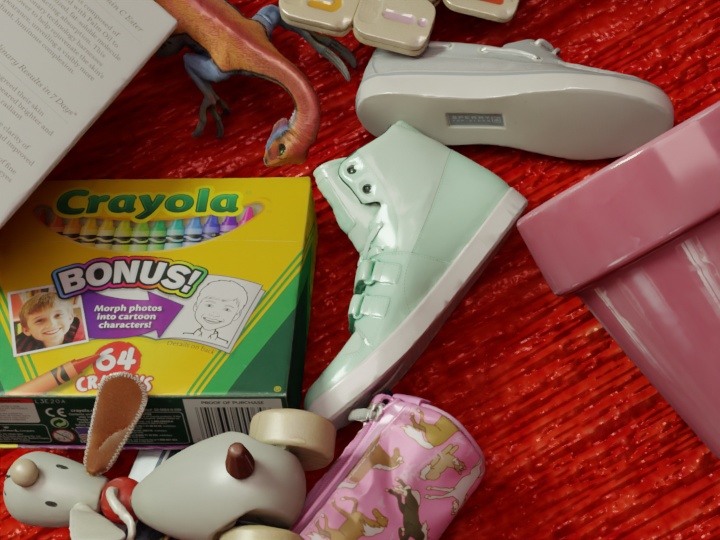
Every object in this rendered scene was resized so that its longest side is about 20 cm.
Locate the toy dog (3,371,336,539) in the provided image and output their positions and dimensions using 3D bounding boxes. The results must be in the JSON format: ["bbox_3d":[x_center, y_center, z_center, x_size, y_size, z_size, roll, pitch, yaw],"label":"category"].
[{"bbox_3d":[-0.112,0.118,1.040,0.199,0.096,0.132,-19,57,8],"label":"toy dog"}]

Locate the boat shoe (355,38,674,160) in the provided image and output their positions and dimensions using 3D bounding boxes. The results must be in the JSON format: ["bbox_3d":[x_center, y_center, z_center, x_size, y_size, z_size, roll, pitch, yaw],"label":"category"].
[{"bbox_3d":[0.099,-0.116,1.197,0.199,0.072,0.069,0,55,15],"label":"boat shoe"}]

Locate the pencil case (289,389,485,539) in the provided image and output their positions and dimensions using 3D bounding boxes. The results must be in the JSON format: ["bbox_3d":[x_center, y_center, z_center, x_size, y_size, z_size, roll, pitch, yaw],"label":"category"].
[{"bbox_3d":[-0.014,0.163,1.094,0.086,0.083,0.200,37,74,5],"label":"pencil case"}]

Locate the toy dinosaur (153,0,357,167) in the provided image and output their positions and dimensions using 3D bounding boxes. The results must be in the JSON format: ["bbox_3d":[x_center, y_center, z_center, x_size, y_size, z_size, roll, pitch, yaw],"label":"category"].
[{"bbox_3d":[-0.099,-0.140,1.187,0.105,0.200,0.181,-57,43,4],"label":"toy dinosaur"}]

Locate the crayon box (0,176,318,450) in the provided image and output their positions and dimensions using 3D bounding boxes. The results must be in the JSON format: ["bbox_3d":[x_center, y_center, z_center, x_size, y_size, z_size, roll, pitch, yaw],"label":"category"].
[{"bbox_3d":[-0.132,0.023,1.149,0.199,0.058,0.173,0,50,6],"label":"crayon box"}]

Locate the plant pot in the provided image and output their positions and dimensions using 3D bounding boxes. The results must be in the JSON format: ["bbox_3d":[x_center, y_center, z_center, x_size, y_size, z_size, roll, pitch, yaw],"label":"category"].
[{"bbox_3d":[0.217,0.000,1.089,0.200,0.200,0.179,-29,87,-4],"label":"plant pot"}]

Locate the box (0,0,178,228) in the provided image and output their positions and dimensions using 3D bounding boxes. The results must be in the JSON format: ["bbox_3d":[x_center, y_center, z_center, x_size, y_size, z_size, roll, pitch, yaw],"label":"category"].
[{"bbox_3d":[-0.236,-0.119,1.135,0.152,0.106,0.200,43,58,-10],"label":"box"}]

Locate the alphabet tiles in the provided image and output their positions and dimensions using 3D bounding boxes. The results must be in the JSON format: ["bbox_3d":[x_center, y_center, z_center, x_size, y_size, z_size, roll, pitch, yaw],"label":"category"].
[{"bbox_3d":[0.018,-0.227,1.235,0.195,0.015,0.201,14,57,6],"label":"alphabet tiles"}]

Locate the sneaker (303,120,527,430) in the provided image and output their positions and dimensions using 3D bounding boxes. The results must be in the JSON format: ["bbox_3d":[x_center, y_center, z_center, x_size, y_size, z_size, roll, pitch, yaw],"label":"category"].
[{"bbox_3d":[0.000,0.000,1.160,0.118,0.074,0.201,36,70,7],"label":"sneaker"}]

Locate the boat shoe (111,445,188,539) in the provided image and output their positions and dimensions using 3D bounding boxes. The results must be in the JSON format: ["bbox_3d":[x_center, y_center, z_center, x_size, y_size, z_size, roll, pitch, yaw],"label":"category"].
[{"bbox_3d":[-0.106,0.175,1.119,0.091,0.071,0.201,15,72,15],"label":"boat shoe"}]
